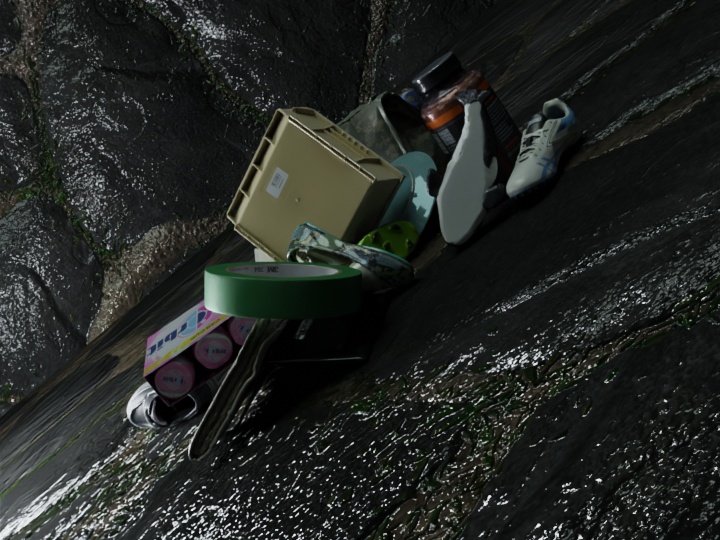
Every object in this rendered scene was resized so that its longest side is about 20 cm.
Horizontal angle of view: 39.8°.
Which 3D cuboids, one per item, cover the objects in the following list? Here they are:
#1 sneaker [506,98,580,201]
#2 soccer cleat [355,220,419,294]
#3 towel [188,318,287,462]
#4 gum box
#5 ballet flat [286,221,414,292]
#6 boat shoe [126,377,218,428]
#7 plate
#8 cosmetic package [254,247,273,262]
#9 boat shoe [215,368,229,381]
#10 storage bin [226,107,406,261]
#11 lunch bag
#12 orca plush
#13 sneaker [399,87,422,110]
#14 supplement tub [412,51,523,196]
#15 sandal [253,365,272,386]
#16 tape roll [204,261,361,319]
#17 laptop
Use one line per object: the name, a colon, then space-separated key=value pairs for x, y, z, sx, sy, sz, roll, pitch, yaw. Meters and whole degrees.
sneaker: x=0.233 y=-0.158 z=1.312 sx=0.071 sy=0.073 sz=0.200 roll=-24 pitch=20 yaw=42
soccer cleat: x=0.000 y=0.000 z=1.436 sx=0.199 sy=0.068 sz=0.081 roll=-40 pitch=0 yaw=-7
towel: x=-0.150 y=0.138 z=1.254 sx=0.202 sy=0.034 sz=0.133 roll=-61 pitch=0 yaw=7
gum box: x=-0.220 y=0.097 z=1.466 sx=0.198 sy=0.066 sz=0.114 roll=-34 pitch=25 yaw=7
ballet flat: x=-0.019 y=-0.004 z=1.351 sx=0.198 sy=0.075 sz=0.074 roll=20 pitch=49 yaw=34
boat shoe: x=-0.303 y=0.211 z=1.535 sx=0.198 sy=0.072 sz=0.068 roll=-20 pitch=18 yaw=35
plate: x=0.042 y=-0.095 z=1.518 sx=0.199 sy=0.025 sz=0.203 roll=-35 pitch=41 yaw=38
cosmetic package: x=-0.108 y=-0.007 z=1.656 sx=0.103 sy=0.073 sz=0.200 roll=-8 pitch=5 yaw=-15
boat shoe: x=-0.180 y=0.110 z=1.575 sx=0.201 sy=0.065 sz=0.074 roll=-36 pitch=-1 yaw=-13
storage bin: x=-0.072 y=-0.107 z=1.477 sx=0.202 sy=0.198 sz=0.093 roll=-60 pitch=-19 yaw=21
lunch bag: x=0.047 y=-0.188 z=1.652 sx=0.163 sy=0.201 sz=0.118 roll=-26 pitch=17 yaw=45
orca plush: x=0.142 y=-0.133 z=1.316 sx=0.103 sy=0.204 sz=0.071 roll=-6 pitch=-3 yaw=18
sneaker: x=0.138 y=-0.260 z=1.731 sx=0.075 sy=0.198 sz=0.080 roll=-14 pitch=64 yaw=44
supplement tub: x=0.155 y=-0.200 z=1.381 sx=0.106 sy=0.201 sz=0.107 roll=-34 pitch=13 yaw=9
sandal: x=-0.127 y=0.100 z=1.464 sx=0.075 sy=0.048 sz=0.201 roll=-23 pitch=20 yaw=50
tape roll: x=-0.097 y=0.022 z=1.248 sx=0.196 sy=0.049 sz=0.200 roll=2 pitch=7 yaw=0
laptop: x=-0.063 y=0.124 z=1.289 sx=0.196 sy=0.118 sz=0.188 roll=-4 pitch=23 yaw=13
